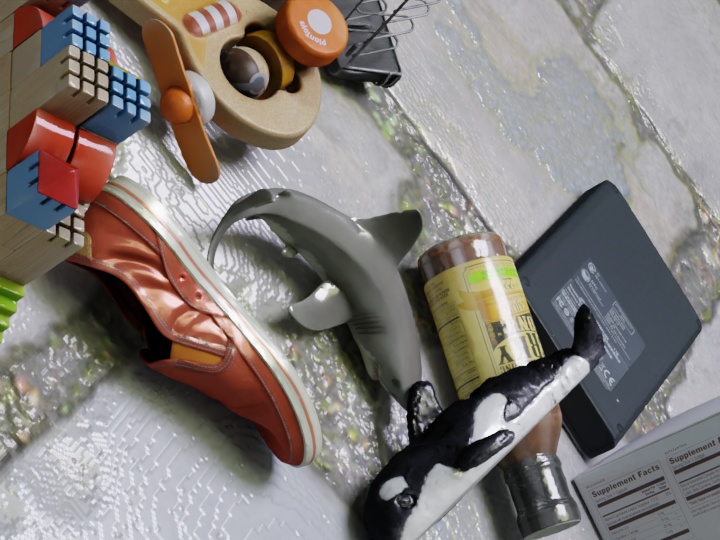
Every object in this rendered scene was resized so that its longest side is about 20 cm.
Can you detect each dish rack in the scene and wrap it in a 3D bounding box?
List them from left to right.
[{"bbox_3d":[0.016,-0.226,1.330,0.054,0.200,0.154,-8,71,-30],"label":"dish rack"}]

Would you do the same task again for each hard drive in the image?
[{"bbox_3d":[0.176,0.030,1.480,0.140,0.033,0.200,57,36,-6],"label":"hard drive"}]

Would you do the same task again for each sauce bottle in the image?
[{"bbox_3d":[0.095,0.075,1.327,0.065,0.065,0.201,-1,68,-51],"label":"sauce bottle"}]

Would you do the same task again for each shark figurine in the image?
[{"bbox_3d":[-0.011,-0.019,1.225,0.214,0.089,0.129,41,35,-43],"label":"shark figurine"}]

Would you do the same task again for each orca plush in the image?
[{"bbox_3d":[0.064,0.086,1.238,0.200,0.105,0.071,-43,82,-10],"label":"orca plush"}]

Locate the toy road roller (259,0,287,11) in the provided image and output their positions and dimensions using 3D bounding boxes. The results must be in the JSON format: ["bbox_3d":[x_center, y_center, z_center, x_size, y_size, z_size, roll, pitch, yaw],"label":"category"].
[{"bbox_3d":[-0.099,-0.247,1.268,0.146,0.123,0.201,-38,94,-41],"label":"toy road roller"}]

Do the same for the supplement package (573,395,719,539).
[{"bbox_3d":[0.280,0.187,1.401,0.151,0.150,0.201,-20,82,-53],"label":"supplement package"}]

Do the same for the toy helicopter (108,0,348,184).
[{"bbox_3d":[-0.111,-0.142,1.235,0.199,0.079,0.133,35,51,-15],"label":"toy helicopter"}]

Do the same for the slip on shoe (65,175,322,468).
[{"bbox_3d":[-0.093,0.039,1.132,0.061,0.074,0.200,-45,113,-18],"label":"slip on shoe"}]

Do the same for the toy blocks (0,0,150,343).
[{"bbox_3d":[-0.166,-0.081,1.053,0.100,0.136,0.201,25,49,-39],"label":"toy blocks"}]
